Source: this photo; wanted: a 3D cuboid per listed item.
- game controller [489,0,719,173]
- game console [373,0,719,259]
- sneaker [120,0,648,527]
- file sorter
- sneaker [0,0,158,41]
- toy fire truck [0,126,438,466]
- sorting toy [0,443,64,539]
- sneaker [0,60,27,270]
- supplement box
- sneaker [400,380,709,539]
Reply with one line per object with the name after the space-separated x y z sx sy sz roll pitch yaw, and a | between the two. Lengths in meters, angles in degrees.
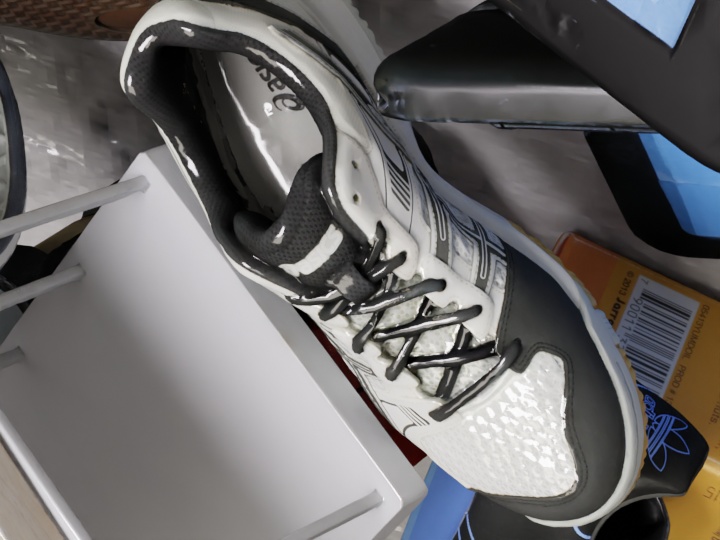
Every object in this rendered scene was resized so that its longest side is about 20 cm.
0.058 -0.111 0.683 0.200 0.042 0.105 41 131 33 | game controller
0.131 -0.026 0.773 0.199 0.176 0.117 3 111 30 | game console
0.000 0.000 0.787 0.076 0.088 0.200 -43 84 24 | sneaker
-0.106 0.087 0.849 0.139 0.124 0.200 52 130 14 | file sorter
-0.111 -0.122 0.852 0.199 0.085 0.073 6 168 -7 | sneaker
-0.039 0.069 0.933 0.175 0.129 0.201 -12 106 42 | toy fire truck
-0.169 0.117 0.781 0.200 0.069 0.199 54 130 11 | sorting toy
-0.164 -0.035 0.934 0.203 0.077 0.147 55 159 34 | sneaker
0.140 0.066 0.927 0.199 0.069 0.067 27 147 3 | supplement box
0.056 0.096 0.903 0.078 0.070 0.200 30 147 10 | sneaker
